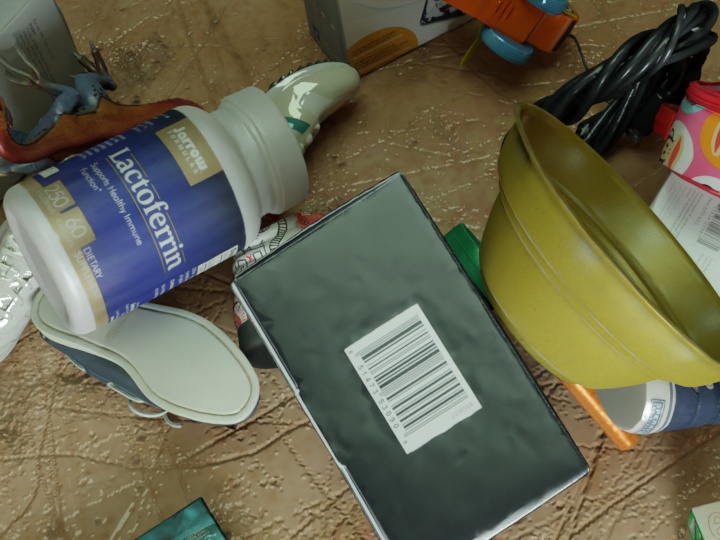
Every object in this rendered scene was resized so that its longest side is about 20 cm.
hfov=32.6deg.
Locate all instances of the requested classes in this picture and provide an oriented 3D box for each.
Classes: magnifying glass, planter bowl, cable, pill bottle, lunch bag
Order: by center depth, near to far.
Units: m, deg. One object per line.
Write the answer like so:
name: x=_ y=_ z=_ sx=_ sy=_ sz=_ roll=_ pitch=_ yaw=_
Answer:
planter bowl: x=0.128 y=0.006 z=0.705 sx=0.083 sy=0.200 sz=0.201 roll=-43 pitch=57 yaw=20
magnifying glass: x=0.124 y=0.046 z=0.832 sx=0.022 sy=0.200 sz=0.080 roll=-38 pitch=17 yaw=8
lunch bag: x=0.296 y=-0.085 z=0.876 sx=0.175 sy=0.200 sz=0.082 roll=24 pitch=108 yaw=23
pill bottle: x=-0.143 y=-0.049 z=0.887 sx=0.199 sy=0.116 sz=0.116 roll=-30 pitch=59 yaw=-20
cable: x=0.184 y=-0.132 z=0.907 sx=0.162 sy=0.200 sz=0.051 roll=-22 pitch=76 yaw=-17

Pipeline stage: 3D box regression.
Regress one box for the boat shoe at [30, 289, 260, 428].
boat shoe: x=-0.156 y=0.068 z=0.911 sx=0.199 sy=0.062 sz=0.075 roll=18 pitch=64 yaw=20

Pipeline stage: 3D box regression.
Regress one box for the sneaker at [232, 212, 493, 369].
sneaker: x=-0.001 y=0.000 z=0.928 sx=0.200 sy=0.067 sz=0.109 roll=-13 pitch=60 yaw=3

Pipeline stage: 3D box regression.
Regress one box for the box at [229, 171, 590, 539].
box: x=0.036 y=0.070 z=0.765 sx=0.124 sy=0.197 sz=0.201 roll=-32 pitch=80 yaw=1

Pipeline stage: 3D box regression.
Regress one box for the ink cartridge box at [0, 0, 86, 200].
ink cartridge box: x=-0.349 y=-0.151 z=1.020 sx=0.145 sy=0.145 sz=0.200 roll=27 pitch=66 yaw=22

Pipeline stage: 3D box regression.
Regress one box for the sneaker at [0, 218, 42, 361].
sneaker: x=-0.268 y=-0.007 z=0.945 sx=0.075 sy=0.100 sz=0.201 roll=35 pitch=67 yaw=-5

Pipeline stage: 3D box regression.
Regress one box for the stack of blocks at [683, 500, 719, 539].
stack of blocks: x=0.255 y=0.234 z=0.724 sx=0.058 sy=0.115 sz=0.201 roll=-14 pitch=57 yaw=-1

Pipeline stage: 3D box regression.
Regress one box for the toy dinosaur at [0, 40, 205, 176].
toy dinosaur: x=-0.222 y=-0.124 z=0.956 sx=0.198 sy=0.106 sz=0.182 roll=-2 pitch=22 yaw=0

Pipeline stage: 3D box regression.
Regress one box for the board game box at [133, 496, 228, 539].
board game box: x=-0.156 y=0.260 z=0.813 sx=0.199 sy=0.028 sz=0.135 roll=-31 pitch=60 yaw=-12

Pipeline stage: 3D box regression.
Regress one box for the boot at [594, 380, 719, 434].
boot: x=0.185 y=0.025 z=0.824 sx=0.090 sy=0.073 sz=0.201 roll=2 pitch=48 yaw=-22

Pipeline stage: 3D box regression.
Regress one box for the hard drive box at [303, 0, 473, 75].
hard drive box: x=0.026 y=-0.276 z=1.014 sx=0.155 sy=0.200 sz=0.077 roll=-29 pitch=59 yaw=-9

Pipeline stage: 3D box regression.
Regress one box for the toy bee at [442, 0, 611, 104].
toy bee: x=0.135 y=-0.212 z=1.027 sx=0.131 sy=0.200 sz=0.109 roll=-33 pitch=23 yaw=20

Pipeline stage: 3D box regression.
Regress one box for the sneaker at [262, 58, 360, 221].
sneaker: x=-0.072 y=-0.091 z=1.003 sx=0.199 sy=0.070 sz=0.094 roll=-31 pitch=78 yaw=-13

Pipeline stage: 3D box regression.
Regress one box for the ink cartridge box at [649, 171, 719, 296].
ink cartridge box: x=0.280 y=0.029 z=0.860 sx=0.199 sy=0.067 sz=0.116 roll=30 pitch=81 yaw=23
